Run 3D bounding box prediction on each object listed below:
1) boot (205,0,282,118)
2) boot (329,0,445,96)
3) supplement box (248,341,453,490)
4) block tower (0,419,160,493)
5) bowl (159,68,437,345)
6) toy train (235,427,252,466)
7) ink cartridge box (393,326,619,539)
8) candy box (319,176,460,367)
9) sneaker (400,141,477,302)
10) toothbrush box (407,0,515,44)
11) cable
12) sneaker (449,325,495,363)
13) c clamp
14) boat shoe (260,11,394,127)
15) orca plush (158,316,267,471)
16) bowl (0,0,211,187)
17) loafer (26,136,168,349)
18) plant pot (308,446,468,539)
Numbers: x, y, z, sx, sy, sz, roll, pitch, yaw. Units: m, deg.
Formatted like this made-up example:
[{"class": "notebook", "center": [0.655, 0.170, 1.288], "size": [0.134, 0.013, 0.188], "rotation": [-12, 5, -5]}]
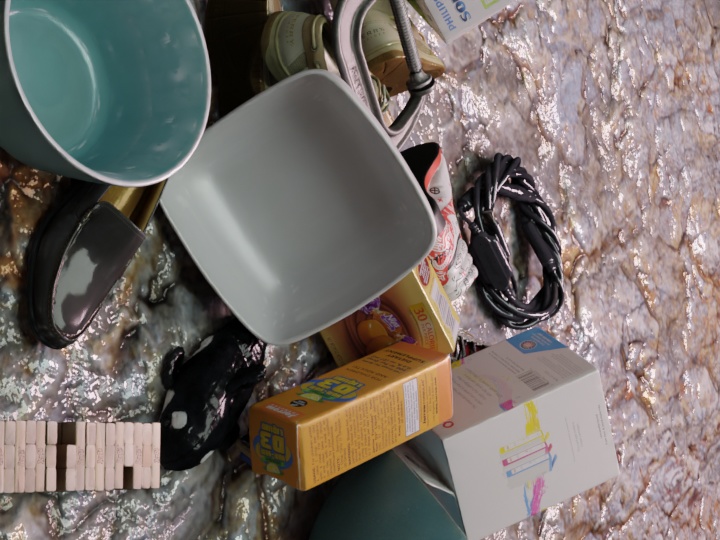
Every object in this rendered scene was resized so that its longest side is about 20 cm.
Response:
[{"class": "boot", "center": [-0.065, -0.194, 1.503], "size": [0.154, 0.072, 0.201], "rotation": [-14, 101, -53]}, {"class": "boot", "center": [0.014, -0.255, 1.614], "size": [0.156, 0.073, 0.200], "rotation": [66, 14, 6]}, {"class": "supplement box", "center": [-0.006, 0.126, 1.443], "size": [0.200, 0.066, 0.069], "rotation": [-23, 117, -43]}, {"class": "block tower", "center": [-0.238, 0.141, 1.228], "size": [0.200, 0.054, 0.058], "rotation": [11, 76, -52]}, {"class": "bowl", "center": [-0.050, -0.059, 1.404], "size": [0.200, 0.199, 0.075], "rotation": [55, 14, -11]}, {"class": "toy train", "center": [-0.047, 0.160, 1.501], "size": [0.200, 0.034, 0.046], "rotation": [5, 115, -55]}, {"class": "ink cartridge box", "center": [0.130, 0.164, 1.608], "size": [0.199, 0.129, 0.126], "rotation": [-22, 115, -14]}, {"class": "candy box", "center": [0.000, 0.000, 1.515], "size": [0.200, 0.116, 0.057], "rotation": [62, 23, -28]}, {"class": "sneaker", "center": [0.069, -0.044, 1.626], "size": [0.202, 0.067, 0.108], "rotation": [-90, 157, -62]}, {"class": "toothbrush box", "center": [0.058, -0.329, 1.589], "size": [0.146, 0.086, 0.200], "rotation": [58, 3, -30]}, {"class": "cable", "center": [0.173, -0.030, 1.832], "size": [0.200, 0.051, 0.163], "rotation": [58, 38, -27]}, {"class": "sneaker", "center": [0.115, 0.091, 1.695], "size": [0.200, 0.082, 0.078], "rotation": [37, 56, -44]}, {"class": "c clamp", "center": [0.029, -0.207, 1.455], "size": [0.171, 0.027, 0.201], "rotation": [-51, 138, -43]}, {"class": "boat shoe", "center": [-0.014, -0.162, 1.463], "size": [0.201, 0.063, 0.073], "rotation": [49, 53, -46]}, {"class": "orca plush", "center": [-0.100, 0.097, 1.409], "size": [0.200, 0.071, 0.106], "rotation": [-38, 115, -50]}, {"class": "bowl", "center": [-0.221, -0.154, 1.246], "size": [0.200, 0.105, 0.202], "rotation": [14, 71, -48]}, {"class": "loafer", "center": [-0.204, -0.031, 1.285], "size": [0.073, 0.072, 0.201], "rotation": [42, 53, -43]}, {"class": "plant pot", "center": [0.024, 0.273, 1.481], "size": [0.135, 0.200, 0.200], "rotation": [-37, 121, -8]}]
